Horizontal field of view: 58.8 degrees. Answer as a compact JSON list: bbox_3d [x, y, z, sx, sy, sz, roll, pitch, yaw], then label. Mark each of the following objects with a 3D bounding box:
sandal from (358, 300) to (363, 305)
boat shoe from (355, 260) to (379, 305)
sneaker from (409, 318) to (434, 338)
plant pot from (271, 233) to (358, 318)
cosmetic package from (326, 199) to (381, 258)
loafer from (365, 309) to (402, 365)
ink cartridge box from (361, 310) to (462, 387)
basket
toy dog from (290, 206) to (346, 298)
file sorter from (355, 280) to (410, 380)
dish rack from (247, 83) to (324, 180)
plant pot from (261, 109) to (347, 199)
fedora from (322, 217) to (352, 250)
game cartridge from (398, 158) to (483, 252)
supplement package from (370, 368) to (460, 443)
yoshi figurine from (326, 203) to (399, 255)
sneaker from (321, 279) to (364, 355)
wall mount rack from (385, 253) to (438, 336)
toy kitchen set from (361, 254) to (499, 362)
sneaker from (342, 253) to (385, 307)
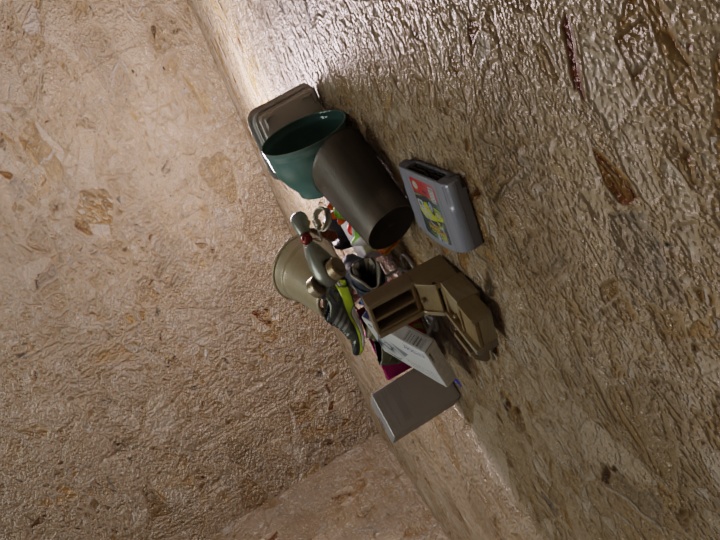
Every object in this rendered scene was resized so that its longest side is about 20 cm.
[{"bbox_3d":[0.036,0.073,1.832,0.081,0.086,0.200,66,168,-8],"label":"sandal"},{"bbox_3d":[-0.009,0.035,1.784,0.201,0.061,0.074,-51,31,46],"label":"boat shoe"},{"bbox_3d":[0.121,0.143,1.538,0.201,0.077,0.085,53,-159,8],"label":"sneaker"},{"bbox_3d":[-0.101,0.025,1.647,0.183,0.199,0.203,35,153,45],"label":"plant pot"},{"bbox_3d":[-0.010,-0.128,1.584,0.203,0.070,0.102,61,170,11],"label":"cosmetic package"},{"bbox_3d":[0.043,0.140,1.541,0.205,0.068,0.075,69,165,-5],"label":"loafer"},{"bbox_3d":[0.113,0.179,1.399,0.198,0.041,0.201,26,159,43],"label":"ink cartridge box"},{"bbox_3d":[0.008,-0.151,1.278,0.201,0.134,0.182,53,160,28],"label":"basket"},{"bbox_3d":[-0.087,-0.041,1.468,0.095,0.129,0.206,2,-102,-57],"label":"toy dog"},{"bbox_3d":[0.077,0.148,1.666,0.204,0.137,0.125,65,172,-16],"label":"file sorter"},{"bbox_3d":[-0.151,-0.327,1.492,0.043,0.199,0.175,8,128,54],"label":"dish rack"},{"bbox_3d":[-0.103,-0.243,1.401,0.200,0.197,0.136,46,162,57],"label":"plant pot"},{"bbox_3d":[-0.048,-0.120,1.740,0.203,0.090,0.201,60,169,19],"label":"fedora"},{"bbox_3d":[0.128,-0.104,1.046,0.135,0.040,0.200,64,171,-25],"label":"game cartridge"},{"bbox_3d":[0.137,0.330,1.630,0.123,0.197,0.120,58,169,20],"label":"supplement package"},{"bbox_3d":[0.010,-0.136,1.436,0.200,0.111,0.114,46,140,24],"label":"yoshi figurine"},{"bbox_3d":[-0.044,0.119,1.560,0.074,0.079,0.205,-125,16,-72],"label":"sneaker"},{"bbox_3d":[0.119,0.070,1.425,0.204,0.073,0.173,65,169,-15],"label":"wall mount rack"},{"bbox_3d":[0.134,0.118,1.159,0.201,0.177,0.166,55,170,56],"label":"toy kitchen set"},{"bbox_3d":[0.002,0.000,1.461,0.204,0.076,0.148,56,171,39],"label":"sneaker"}]
